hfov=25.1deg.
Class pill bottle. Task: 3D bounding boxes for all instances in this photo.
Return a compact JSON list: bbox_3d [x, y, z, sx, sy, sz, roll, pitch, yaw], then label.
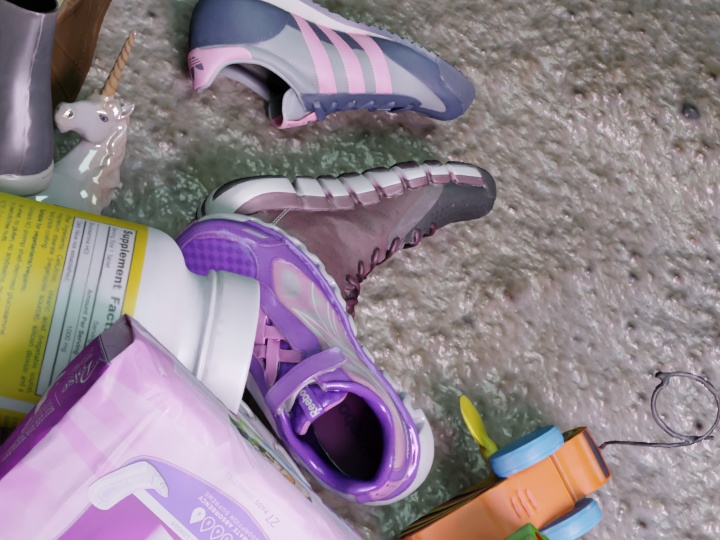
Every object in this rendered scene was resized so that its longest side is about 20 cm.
[{"bbox_3d":[-0.155,0.024,0.806,0.198,0.113,0.114,13,61,-11],"label":"pill bottle"}]

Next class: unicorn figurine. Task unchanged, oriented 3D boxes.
[{"bbox_3d":[-0.175,-0.018,0.911,0.136,0.074,0.202,-18,96,-31],"label":"unicorn figurine"}]

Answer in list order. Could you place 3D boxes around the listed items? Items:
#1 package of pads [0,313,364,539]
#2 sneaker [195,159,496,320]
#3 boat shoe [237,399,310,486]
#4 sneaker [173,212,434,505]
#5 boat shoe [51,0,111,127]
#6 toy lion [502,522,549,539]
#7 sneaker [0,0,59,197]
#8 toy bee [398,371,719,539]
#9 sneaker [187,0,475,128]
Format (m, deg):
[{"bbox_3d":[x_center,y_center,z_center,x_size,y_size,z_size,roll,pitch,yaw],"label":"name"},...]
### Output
[{"bbox_3d":[-0.079,0.131,0.745,0.121,0.076,0.200,-45,106,-2],"label":"package of pads"},{"bbox_3d":[0.000,0.000,1.002,0.198,0.076,0.117,-7,76,-20],"label":"sneaker"},{"bbox_3d":[-0.053,0.128,0.906,0.201,0.073,0.065,57,27,-9],"label":"boat shoe"},{"bbox_3d":[-0.035,0.053,0.904,0.201,0.080,0.088,50,10,-1],"label":"sneaker"},{"bbox_3d":[-0.197,-0.159,0.971,0.071,0.072,0.202,14,68,12],"label":"boat shoe"},{"bbox_3d":[0.139,0.227,0.901,0.068,0.200,0.193,-35,82,7],"label":"toy lion"},{"bbox_3d":[-0.229,-0.127,0.860,0.199,0.107,0.075,28,26,26],"label":"sneaker"},{"bbox_3d":[0.114,0.137,0.990,0.197,0.109,0.133,-6,84,-8],"label":"toy bee"},{"bbox_3d":[-0.021,-0.121,1.053,0.198,0.070,0.083,19,76,-17],"label":"sneaker"}]
